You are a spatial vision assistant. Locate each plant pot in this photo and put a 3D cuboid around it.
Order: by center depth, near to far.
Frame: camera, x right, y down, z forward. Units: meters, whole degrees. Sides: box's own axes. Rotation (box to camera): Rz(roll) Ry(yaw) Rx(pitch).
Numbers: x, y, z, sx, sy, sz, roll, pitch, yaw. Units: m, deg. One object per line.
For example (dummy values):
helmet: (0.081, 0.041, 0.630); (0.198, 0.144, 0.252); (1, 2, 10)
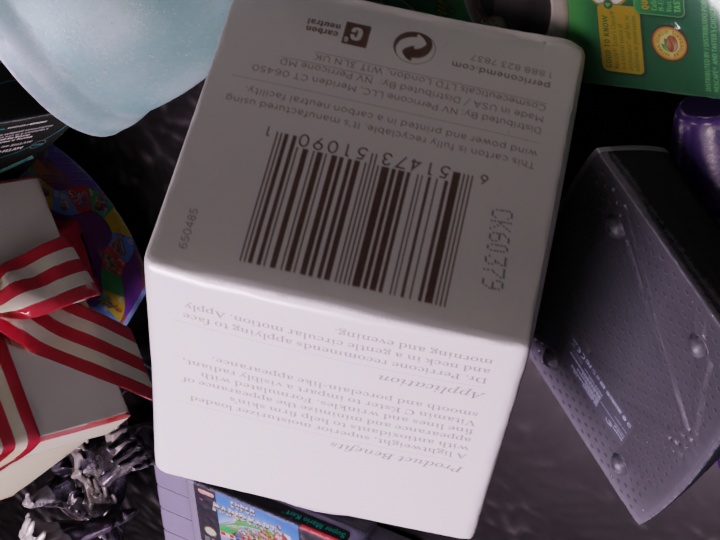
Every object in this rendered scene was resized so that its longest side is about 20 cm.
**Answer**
plant pot: (-0.102, -0.182, 0.820); (0.134, 0.200, 0.201); (-21, 108, 18)

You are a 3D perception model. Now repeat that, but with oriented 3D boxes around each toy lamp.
toy lamp: (0.180, 0.010, 0.816); (0.058, 0.058, 0.201); (7, 123, 35)

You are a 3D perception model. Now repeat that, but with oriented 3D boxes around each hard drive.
hard drive: (0.136, 0.032, 0.816); (0.135, 0.042, 0.200); (58, 162, 20)

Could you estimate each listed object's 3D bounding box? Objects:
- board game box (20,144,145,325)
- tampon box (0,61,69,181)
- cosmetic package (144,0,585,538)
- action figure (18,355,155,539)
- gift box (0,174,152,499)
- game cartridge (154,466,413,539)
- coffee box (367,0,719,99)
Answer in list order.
board game box: (-0.227, -0.001, 1.141); (0.158, 0.039, 0.200); (43, 138, 5)
tampon box: (-0.289, -0.096, 1.022); (0.200, 0.150, 0.127); (-34, 77, 46)
cosmetic package: (0.000, 0.000, 0.807); (0.164, 0.166, 0.200); (13, 148, 2)
action figure: (-0.190, 0.127, 1.155); (0.200, 0.102, 0.119); (-47, 60, 50)
gift box: (-0.248, 0.065, 1.022); (0.187, 0.184, 0.201); (-37, 77, 47)
game cartridge: (-0.050, 0.200, 1.158); (0.199, 0.038, 0.130); (18, 134, 28)
coffee box: (0.084, -0.150, 0.783); (0.199, 0.044, 0.123); (10, 127, 32)
